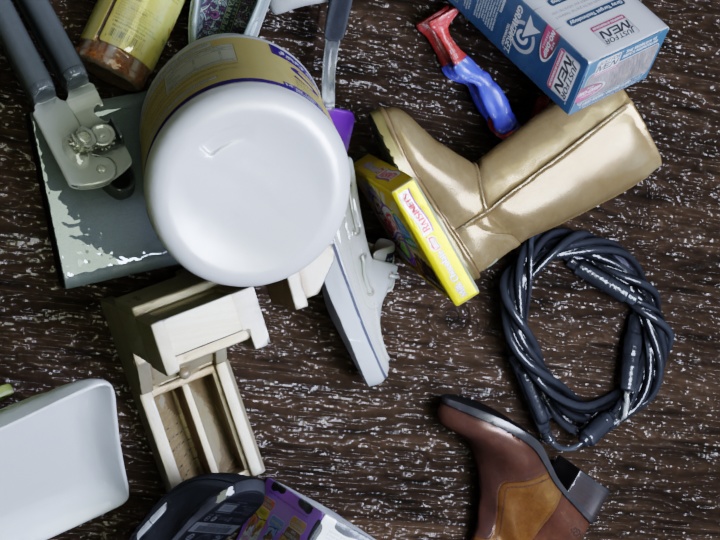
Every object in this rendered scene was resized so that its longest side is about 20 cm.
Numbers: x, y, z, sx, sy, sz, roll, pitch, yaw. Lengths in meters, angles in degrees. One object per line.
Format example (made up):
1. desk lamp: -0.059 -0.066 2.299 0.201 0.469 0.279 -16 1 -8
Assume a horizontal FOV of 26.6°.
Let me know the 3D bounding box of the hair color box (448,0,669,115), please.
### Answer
1. hair color box: 0.145 -0.225 1.251 0.099 0.061 0.200 -26 61 -32

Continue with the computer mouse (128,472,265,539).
1. computer mouse: -0.173 0.211 1.174 0.200 0.046 0.140 -45 152 19

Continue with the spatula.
1. spatula: -0.024 -0.173 1.246 0.056 0.021 0.203 2 111 -21

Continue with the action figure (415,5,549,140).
1. action figure: 0.140 -0.149 1.317 0.098 0.065 0.202 -31 103 -7

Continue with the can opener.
1. can opener: -0.235 -0.140 1.162 0.052 0.067 0.201 -24 74 -19

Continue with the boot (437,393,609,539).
1. boot: 0.098 0.229 1.338 0.188 0.068 0.201 36 88 -25

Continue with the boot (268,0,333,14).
1. boot: 0.003 -0.277 1.267 0.198 0.074 0.097 -18 105 -10

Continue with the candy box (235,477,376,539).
1. candy box: -0.071 0.281 1.208 0.071 0.168 0.202 30 83 -17

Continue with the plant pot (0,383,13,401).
1. plant pot: -0.378 0.051 1.087 0.199 0.200 0.186 -27 91 -17

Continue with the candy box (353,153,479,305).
1. candy box: 0.039 -0.037 1.217 0.026 0.200 0.103 -29 102 -4

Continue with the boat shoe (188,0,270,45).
1. boat shoe: -0.090 -0.244 1.187 0.069 0.072 0.203 16 114 -3

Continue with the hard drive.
1. hard drive: -0.158 -0.076 1.231 0.198 0.033 0.142 -13 97 -19

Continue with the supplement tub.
1. supplement tub: -0.089 -0.089 1.115 0.143 0.200 0.147 -3 113 -8

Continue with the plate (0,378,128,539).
1. plate: -0.275 0.159 1.141 0.198 0.201 0.032 -22 60 -18

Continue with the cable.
1. cable: 0.201 0.049 1.359 0.162 0.051 0.202 -26 100 -17

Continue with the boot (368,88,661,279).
1. boot: 0.126 -0.107 1.262 0.199 0.066 0.176 -33 108 -3

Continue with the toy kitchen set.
1. toy kitchen set: -0.083 0.081 1.177 0.161 0.200 0.183 -21 100 -17

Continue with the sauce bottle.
1. sauce bottle: -0.158 -0.243 1.204 0.066 0.066 0.202 28 82 -19

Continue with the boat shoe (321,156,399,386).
1. boat shoe: 0.000 0.000 1.257 0.069 0.071 0.202 -22 110 -6
